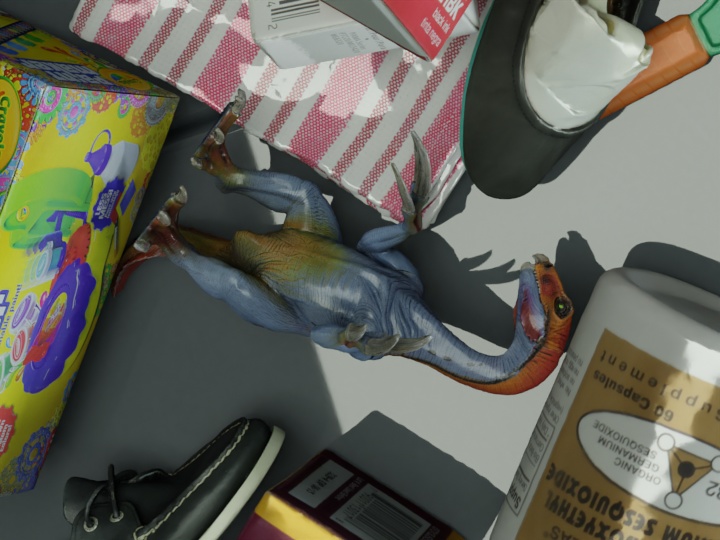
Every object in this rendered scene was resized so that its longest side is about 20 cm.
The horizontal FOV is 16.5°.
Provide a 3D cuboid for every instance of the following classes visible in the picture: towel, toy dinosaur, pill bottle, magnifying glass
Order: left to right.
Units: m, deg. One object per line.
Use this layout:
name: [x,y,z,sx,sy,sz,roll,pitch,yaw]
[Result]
towel: [-0.021,-0.126,1.131,0.199,0.030,0.147,30,101,8]
toy dinosaur: [0.000,0.000,1.106,0.181,0.200,0.105,35,73,-6]
pill bottle: [0.119,0.110,1.080,0.114,0.114,0.201,24,101,9]
magnifying glass: [0.168,-0.113,1.095,0.199,0.022,0.080,-27,90,12]

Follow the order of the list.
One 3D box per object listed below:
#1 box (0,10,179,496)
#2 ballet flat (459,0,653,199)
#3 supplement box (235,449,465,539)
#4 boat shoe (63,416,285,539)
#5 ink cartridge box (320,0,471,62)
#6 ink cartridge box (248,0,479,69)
box: [-0.218,-0.025,1.121,0.192,0.122,0.201,27,101,21]
ballet flat: [0.098,-0.124,1.063,0.068,0.068,0.201,18,91,-33]
supplement box: [-0.043,0.194,1.128,0.085,0.110,0.201,32,102,8]
boat shoe: [-0.119,0.127,1.157,0.066,0.075,0.199,43,113,-7]
ink cartridge box: [0.016,-0.211,1.007,0.144,0.084,0.201,32,88,24]
ink cartridge box: [0.032,-0.200,1.069,0.175,0.045,0.202,-10,73,15]
